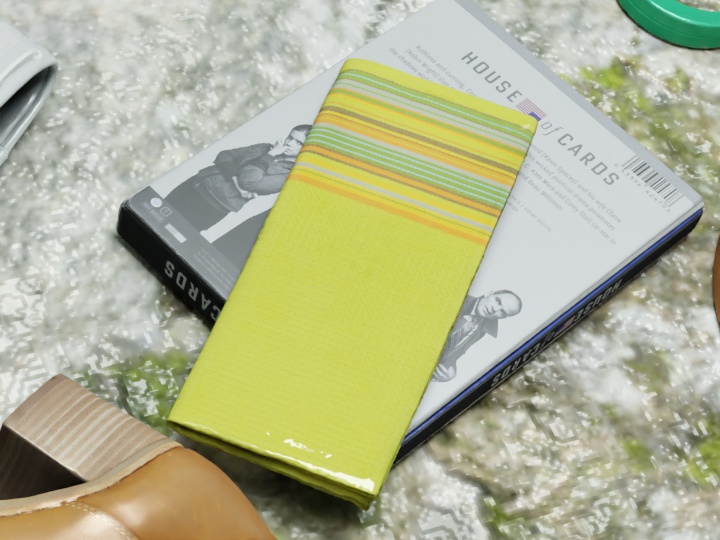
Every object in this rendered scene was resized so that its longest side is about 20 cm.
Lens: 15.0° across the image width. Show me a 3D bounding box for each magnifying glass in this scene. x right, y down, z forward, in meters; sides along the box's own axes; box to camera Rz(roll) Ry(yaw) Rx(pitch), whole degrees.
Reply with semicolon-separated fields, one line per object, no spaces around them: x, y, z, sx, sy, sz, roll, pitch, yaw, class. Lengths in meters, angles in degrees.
0.170;-0.177;1.270;0.079;0.022;0.201;23;53;3;magnifying glass

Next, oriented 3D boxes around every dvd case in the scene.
0.023;-0.022;1.108;0.150;0.025;0.200;43;54;18;dvd case

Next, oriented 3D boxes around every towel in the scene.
0.000;0.000;1.062;0.085;0.018;0.201;19;52;8;towel

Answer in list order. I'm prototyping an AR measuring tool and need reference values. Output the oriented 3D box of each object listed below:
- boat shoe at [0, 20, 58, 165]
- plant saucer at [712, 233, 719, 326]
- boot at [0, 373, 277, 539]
-0.173;-0.025;1.038;0.068;0.072;0.201;21;42;3;boat shoe
0.245;0.014;1.135;0.199;0.032;0.201;7;51;-9;plant saucer
-0.097;0.141;0.931;0.155;0.077;0.200;36;46;9;boot
